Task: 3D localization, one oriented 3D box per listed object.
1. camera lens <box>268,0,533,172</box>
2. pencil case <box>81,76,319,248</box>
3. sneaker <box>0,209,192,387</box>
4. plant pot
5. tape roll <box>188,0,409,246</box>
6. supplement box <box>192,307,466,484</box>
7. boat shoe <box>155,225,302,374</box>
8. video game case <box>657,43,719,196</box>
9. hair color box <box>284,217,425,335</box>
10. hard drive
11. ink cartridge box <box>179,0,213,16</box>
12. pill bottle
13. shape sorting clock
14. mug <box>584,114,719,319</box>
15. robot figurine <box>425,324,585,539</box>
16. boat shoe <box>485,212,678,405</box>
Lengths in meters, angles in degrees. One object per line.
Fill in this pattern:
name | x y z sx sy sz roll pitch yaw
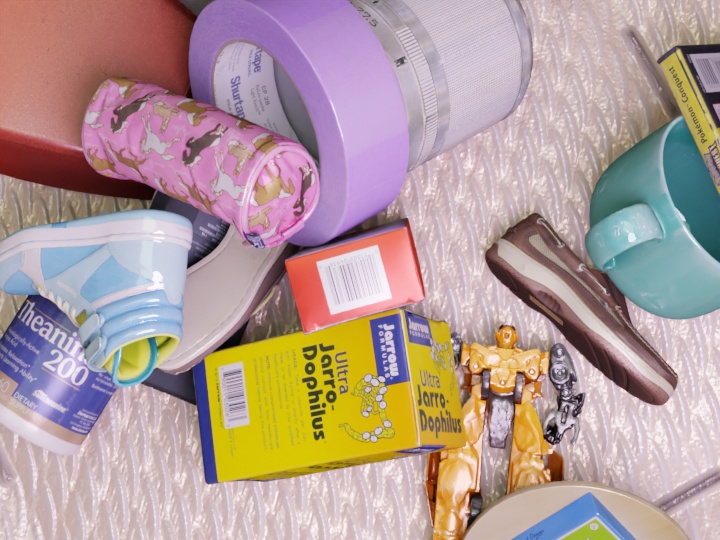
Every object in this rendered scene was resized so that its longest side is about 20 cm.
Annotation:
camera lens | 0.037 -0.173 0.986 0.199 0.160 0.161 -30 75 -31
pencil case | -0.126 -0.084 0.879 0.198 0.082 0.088 26 99 32
sneaker | -0.221 0.030 0.920 0.197 0.079 0.133 -10 76 30
plant pot | -0.229 -0.167 1.036 0.174 0.200 0.203 21 82 1
tape roll | -0.052 -0.123 0.900 0.065 0.201 0.201 -28 74 -31
supplement box | -0.026 0.109 0.964 0.197 0.109 0.111 -14 76 24
boat shoe | -0.109 0.012 0.980 0.071 0.060 0.201 25 65 20
video game case | 0.350 -0.106 0.969 0.198 0.025 0.183 -10 74 -39
hair color box | 0.000 0.000 0.960 0.100 0.200 0.062 -15 94 4
hard drive | -0.145 0.009 1.015 0.033 0.139 0.203 14 79 42
ink cartridge box | -0.077 -0.315 1.062 0.197 0.145 0.148 -11 78 4
pill bottle | -0.249 0.052 1.029 0.110 0.111 0.202 30 84 11
shape sorting clock | 0.174 0.251 0.931 0.196 0.039 0.203 4 121 6
mug | 0.253 -0.043 0.960 0.183 0.114 0.154 22 56 -24
robot figurine | 0.117 0.149 0.994 0.142 0.058 0.204 6 80 7
boat shoe | 0.204 0.026 1.001 0.202 0.075 0.075 43 80 13
